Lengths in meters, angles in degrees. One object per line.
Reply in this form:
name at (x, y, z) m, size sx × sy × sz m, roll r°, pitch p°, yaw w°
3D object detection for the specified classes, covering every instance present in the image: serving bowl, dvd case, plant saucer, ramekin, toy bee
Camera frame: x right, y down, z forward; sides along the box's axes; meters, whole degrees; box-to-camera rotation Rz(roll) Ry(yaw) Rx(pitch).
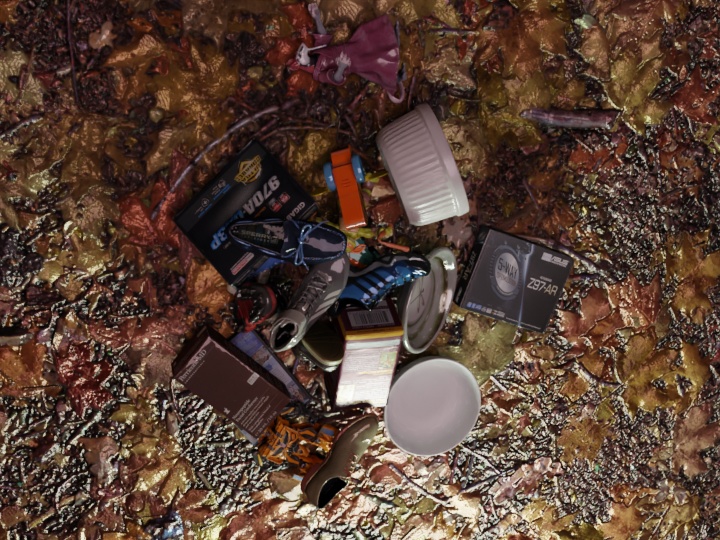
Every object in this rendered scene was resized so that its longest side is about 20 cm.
serving bowl at (0.130, 0.253, 1.791) m, size 0.197 × 0.066 × 0.203 m, roll -5°, pitch 107°, yaw -15°
dvd case at (-0.199, 0.212, 1.706) m, size 0.142 × 0.018 × 0.201 m, roll -39°, pitch 112°, yaw -3°
plant saucer at (0.112, 0.049, 1.695) m, size 0.200 × 0.050 × 0.203 m, roll -40°, pitch 139°, yaw -47°
ramekin at (0.101, -0.173, 1.585) m, size 0.104 × 0.201 × 0.202 m, roll -23°, pitch 112°, yaw 1°
toy bee at (-0.017, -0.168, 1.556) m, size 0.129 × 0.109 × 0.203 m, roll 7°, pitch 91°, yaw 9°

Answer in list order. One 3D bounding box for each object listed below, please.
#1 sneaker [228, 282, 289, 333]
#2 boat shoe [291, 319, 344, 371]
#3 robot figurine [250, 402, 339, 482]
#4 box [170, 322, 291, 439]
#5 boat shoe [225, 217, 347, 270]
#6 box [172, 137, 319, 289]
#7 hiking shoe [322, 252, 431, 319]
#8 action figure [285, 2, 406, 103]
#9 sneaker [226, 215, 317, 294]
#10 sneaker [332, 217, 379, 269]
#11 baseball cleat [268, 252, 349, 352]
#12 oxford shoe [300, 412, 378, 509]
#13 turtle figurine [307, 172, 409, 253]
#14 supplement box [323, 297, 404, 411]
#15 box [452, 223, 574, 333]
sneaker at (-0.163, 0.054, 1.584) m, size 0.097 × 0.200 × 0.072 m, roll -19°, pitch 83°, yaw -19°
boat shoe at (-0.090, 0.125, 1.619) m, size 0.071 × 0.201 × 0.067 m, roll 0°, pitch 117°, yaw -32°
robot figurine at (-0.106, 0.331, 1.737) m, size 0.199 × 0.058 × 0.146 m, roll 26°, pitch 97°, yaw -32°
box at (-0.228, 0.197, 1.644) m, size 0.199 × 0.075 × 0.100 m, roll 40°, pitch 93°, yaw -20°
boat shoe at (-0.119, -0.043, 1.486) m, size 0.197 × 0.069 × 0.086 m, roll 0°, pitch 91°, yaw -1°
box at (-0.192, -0.096, 1.557) m, size 0.200 × 0.046 × 0.159 m, roll -43°, pitch 79°, yaw 0°
hiking shoe at (0.029, 0.029, 1.586) m, size 0.197 × 0.088 × 0.074 m, roll -13°, pitch 156°, yaw 14°
action figure at (-0.027, -0.359, 1.559) m, size 0.197 × 0.136 × 0.149 m, roll -10°, pitch 152°, yaw 0°
sneaker at (-0.141, -0.022, 1.619) m, size 0.111 × 0.077 × 0.201 m, roll 36°, pitch 88°, yaw -14°
sneaker at (0.000, 0.000, 1.671) m, size 0.079 × 0.071 × 0.203 m, roll -10°, pitch 108°, yaw -9°
baseball cleat at (-0.083, 0.054, 1.520) m, size 0.069 × 0.106 × 0.201 m, roll 32°, pitch 97°, yaw -1°
oxford shoe at (-0.025, 0.355, 1.709) m, size 0.070 × 0.075 × 0.201 m, roll 36°, pitch 92°, yaw -33°
turtle figurine at (-0.008, -0.091, 1.600) m, size 0.197 × 0.065 × 0.163 m, roll 6°, pitch 62°, yaw 4°
supplement box at (0.002, 0.153, 1.672) m, size 0.109 × 0.086 × 0.202 m, roll -3°, pitch 132°, yaw -16°
box at (0.294, 0.018, 1.779) m, size 0.198 × 0.044 × 0.162 m, roll 18°, pitch 101°, yaw -21°
